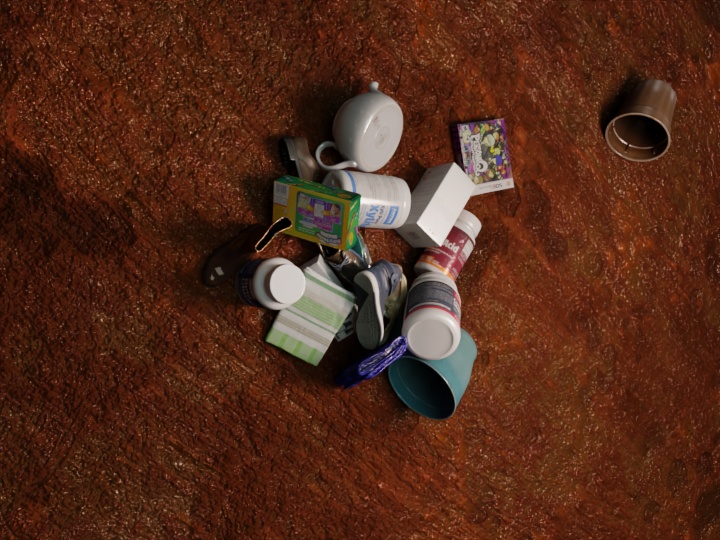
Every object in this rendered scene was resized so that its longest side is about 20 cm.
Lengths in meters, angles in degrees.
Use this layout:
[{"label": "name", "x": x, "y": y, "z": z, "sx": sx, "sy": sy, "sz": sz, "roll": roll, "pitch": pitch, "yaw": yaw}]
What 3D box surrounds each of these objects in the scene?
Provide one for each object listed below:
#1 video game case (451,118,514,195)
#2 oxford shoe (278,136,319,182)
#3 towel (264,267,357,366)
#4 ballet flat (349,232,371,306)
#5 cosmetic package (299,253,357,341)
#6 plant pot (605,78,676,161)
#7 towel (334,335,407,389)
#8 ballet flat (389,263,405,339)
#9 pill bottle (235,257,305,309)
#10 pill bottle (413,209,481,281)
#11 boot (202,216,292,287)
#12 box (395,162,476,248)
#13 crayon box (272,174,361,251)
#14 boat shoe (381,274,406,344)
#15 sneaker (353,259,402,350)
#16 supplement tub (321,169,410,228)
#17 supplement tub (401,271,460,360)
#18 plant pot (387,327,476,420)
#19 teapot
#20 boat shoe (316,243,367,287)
[{"label": "video game case", "x": 0.350, "y": -0.322, "z": 1.750, "sx": 0.179, "sy": 0.036, "sz": 0.204, "roll": -13, "pitch": 96, "yaw": -30}, {"label": "oxford shoe", "x": -0.128, "y": -0.220, "z": 1.459, "sx": 0.083, "sy": 0.072, "sz": 0.204, "roll": -16, "pitch": 98, "yaw": -30}, {"label": "towel", "x": -0.117, "y": 0.109, "z": 1.441, "sx": 0.148, "sy": 0.031, "sz": 0.202, "roll": 29, "pitch": 102, "yaw": -13}, {"label": "ballet flat", "x": 0.000, "y": 0.000, "z": 1.543, "sx": 0.071, "sy": 0.072, "sz": 0.205, "roll": -7, "pitch": 93, "yaw": -29}, {"label": "cosmetic package", "x": -0.075, "y": 0.067, "z": 1.478, "sx": 0.082, "sy": 0.051, "sz": 0.201, "roll": -31, "pitch": 108, "yaw": 13}, {"label": "plant pot", "x": 0.927, "y": -0.498, "z": 2.001, "sx": 0.200, "sy": 0.199, "sz": 0.200, "roll": 43, "pitch": 63, "yaw": -22}, {"label": "towel", "x": 0.025, "y": 0.225, "z": 1.470, "sx": 0.146, "sy": 0.200, "sz": 0.050, "roll": -30, "pitch": 86, "yaw": -25}, {"label": "ballet flat", "x": 0.099, "y": 0.079, "z": 1.592, "sx": 0.066, "sy": 0.067, "sz": 0.204, "roll": -11, "pitch": 96, "yaw": -40}, {"label": "pill bottle", "x": -0.196, "y": 0.028, "z": 1.346, "sx": 0.109, "sy": 0.199, "sz": 0.114, "roll": 0, "pitch": 89, "yaw": -29}, {"label": "pill bottle", "x": 0.236, "y": -0.058, "z": 1.640, "sx": 0.114, "sy": 0.114, "sz": 0.202, "roll": 40, "pitch": 72, "yaw": -23}, {"label": "boot", "x": -0.244, "y": -0.036, "z": 1.318, "sx": 0.188, "sy": 0.199, "sz": 0.069, "roll": -40, "pitch": 108, "yaw": -23}, {"label": "box", "x": 0.192, "y": -0.169, "z": 1.610, "sx": 0.097, "sy": 0.124, "sz": 0.202, "roll": 40, "pitch": 72, "yaw": -23}, {"label": "crayon box", "x": -0.102, "y": -0.131, "z": 1.388, "sx": 0.058, "sy": 0.197, "sz": 0.121, "roll": -44, "pitch": 146, "yaw": -57}, {"label": "boat shoe", "x": 0.061, "y": 0.100, "z": 1.531, "sx": 0.073, "sy": 0.066, "sz": 0.204, "roll": 19, "pitch": 99, "yaw": 15}, {"label": "sneaker", "x": 0.047, "y": 0.075, "z": 1.464, "sx": 0.146, "sy": 0.076, "sz": 0.206, "roll": -38, "pitch": 133, "yaw": -54}, {"label": "supplement tub", "x": 0.010, "y": -0.171, "z": 1.495, "sx": 0.197, "sy": 0.131, "sz": 0.135, "roll": 1, "pitch": 89, "yaw": -33}, {"label": "supplement tub", "x": 0.176, "y": 0.107, "z": 1.502, "sx": 0.141, "sy": 0.139, "sz": 0.201, "roll": 51, "pitch": 26, "yaw": -19}, {"label": "plant pot", "x": 0.201, "y": 0.243, "z": 1.587, "sx": 0.188, "sy": 0.198, "sz": 0.202, "roll": -44, "pitch": 110, "yaw": -38}, {"label": "teapot", "x": -0.002, "y": -0.344, "z": 1.495, "sx": 0.199, "sy": 0.145, "sz": 0.201, "roll": -21, "pitch": 133, "yaw": -50}, {"label": "boat shoe", "x": -0.053, "y": -0.032, "z": 1.471, "sx": 0.072, "sy": 0.072, "sz": 0.200, "roll": -42, "pitch": 90, "yaw": 11}]
